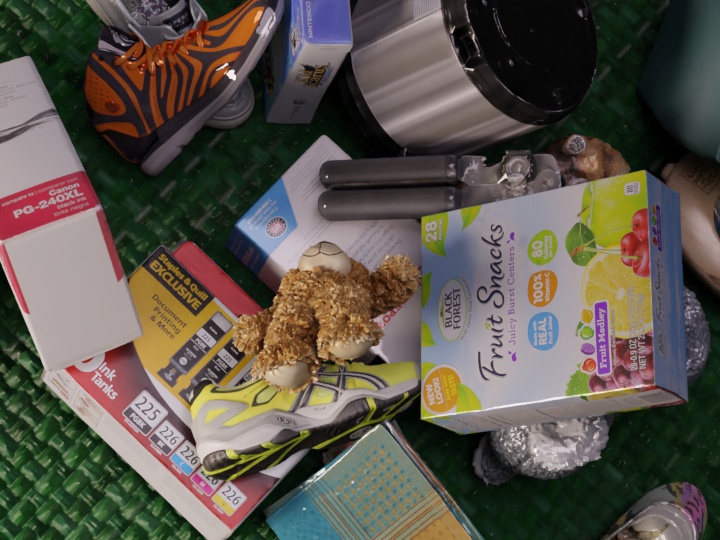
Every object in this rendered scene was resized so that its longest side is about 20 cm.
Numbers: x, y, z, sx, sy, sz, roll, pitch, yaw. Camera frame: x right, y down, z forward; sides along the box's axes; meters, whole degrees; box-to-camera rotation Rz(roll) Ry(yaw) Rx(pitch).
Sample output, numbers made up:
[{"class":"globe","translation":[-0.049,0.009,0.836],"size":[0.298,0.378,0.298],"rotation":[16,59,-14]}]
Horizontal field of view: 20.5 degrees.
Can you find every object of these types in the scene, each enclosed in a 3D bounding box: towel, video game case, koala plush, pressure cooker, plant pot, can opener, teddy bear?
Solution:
[{"class":"towel","translation":[0.031,0.231,1.576],"size":[0.147,0.022,0.200],"rotation":[-38,91,25]},{"class":"video game case","translation":[-0.052,-0.246,1.659],"size":[0.045,0.181,0.201],"rotation":[-1,74,-12]},{"class":"koala plush","translation":[0.174,0.089,1.625],"size":[0.184,0.177,0.200],"rotation":[41,65,-14]},{"class":"pressure cooker","translation":[0.075,-0.183,1.670],"size":[0.176,0.200,0.179],"rotation":[-44,106,-43]},{"class":"plant pot","translation":[0.339,-0.159,1.692],"size":[0.141,0.200,0.142],"rotation":[13,116,-9]},{"class":"can opener","translation":[0.068,-0.062,1.616],"size":[0.199,0.067,0.054],"rotation":[-2,72,13]},{"class":"teddy bear","translation":[-0.029,0.028,1.508],"size":[0.067,0.145,0.200],"rotation":[58,30,-13]}]

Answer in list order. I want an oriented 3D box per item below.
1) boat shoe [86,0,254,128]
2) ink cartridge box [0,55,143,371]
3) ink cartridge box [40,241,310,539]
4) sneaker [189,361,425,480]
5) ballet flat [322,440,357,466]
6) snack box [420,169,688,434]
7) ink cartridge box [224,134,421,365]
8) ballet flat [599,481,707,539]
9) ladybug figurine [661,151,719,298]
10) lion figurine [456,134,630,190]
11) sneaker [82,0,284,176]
[{"class":"boat shoe","translation":[-0.165,-0.204,1.679],"size":[0.070,0.072,0.201],"rotation":[-42,87,-20]},{"class":"ink cartridge box","translation":[-0.247,-0.047,1.531],"size":[0.083,0.145,0.200],"rotation":[-22,47,-9]},{"class":"ink cartridge box","translation":[-0.123,0.086,1.599],"size":[0.200,0.084,0.176],"rotation":[43,69,1]},{"class":"sneaker","translation":[-0.037,0.095,1.536],"size":[0.199,0.075,0.077],"rotation":[-14,66,-25]},{"class":"ballet flat","translation":[0.039,0.213,1.611],"size":[0.076,0.064,0.200],"rotation":[-37,86,-20]},{"class":"snack box","translation":[0.144,0.028,1.521],"size":[0.068,0.200,0.169],"rotation":[25,59,-52]},{"class":"ink cartridge box","translation":[0.000,0.000,1.660],"size":[0.200,0.068,0.115],"rotation":[43,70,2]},{"class":"ballet flat","translation":[0.220,0.240,1.640],"size":[0.200,0.071,0.069],"rotation":[-33,83,-20]},{"class":"ladybug figurine","translation":[0.342,-0.027,1.744],"size":[0.200,0.072,0.136],"rotation":[41,69,0]},{"class":"lion figurine","translation":[0.136,-0.070,1.702],"size":[0.199,0.122,0.073],"rotation":[-11,90,-2]},{"class":"sneaker","translation":[-0.155,-0.172,1.612],"size":[0.112,0.200,0.078],"rotation":[39,25,-13]}]
